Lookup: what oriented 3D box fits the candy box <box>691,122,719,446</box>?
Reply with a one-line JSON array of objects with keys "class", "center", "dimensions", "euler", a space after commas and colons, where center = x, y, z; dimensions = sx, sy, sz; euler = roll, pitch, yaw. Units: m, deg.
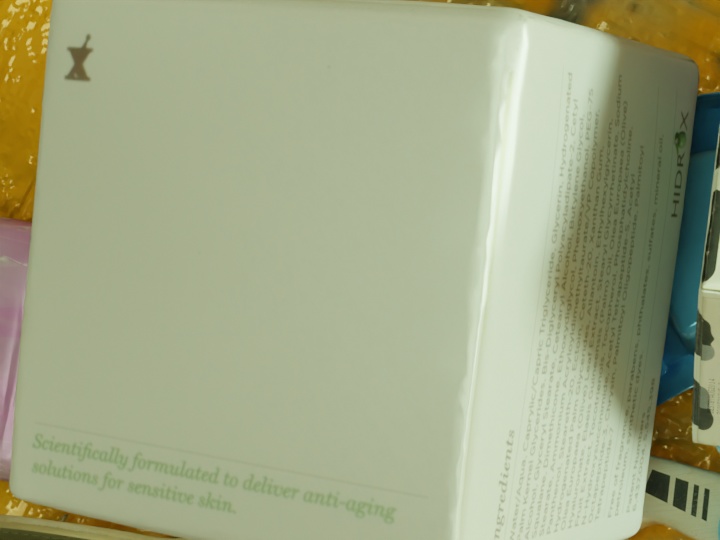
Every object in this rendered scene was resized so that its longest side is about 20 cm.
[{"class": "candy box", "center": [0.161, -0.049, 0.720], "dimensions": [0.061, 0.136, 0.200], "euler": [7, 66, 12]}]

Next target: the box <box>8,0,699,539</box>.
[{"class": "box", "center": [0.000, 0.000, 0.762], "dimensions": [0.199, 0.171, 0.200], "euler": [8, 93, 29]}]

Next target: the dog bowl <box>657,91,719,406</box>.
[{"class": "dog bowl", "center": [0.116, 0.006, 0.842], "dimensions": [0.200, 0.050, 0.112], "euler": [-30, 76, 16]}]

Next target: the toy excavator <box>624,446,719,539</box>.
[{"class": "toy excavator", "center": [0.163, 0.091, 0.805], "dimensions": [0.200, 0.100, 0.195], "euler": [22, 91, 33]}]

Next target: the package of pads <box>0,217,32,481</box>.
[{"class": "package of pads", "center": [-0.213, 0.028, 0.944], "dimensions": [0.200, 0.076, 0.121], "euler": [10, 87, 20]}]

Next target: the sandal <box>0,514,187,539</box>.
[{"class": "sandal", "center": [-0.066, 0.107, 0.899], "dimensions": [0.211, 0.078, 0.070], "euler": [8, 69, 14]}]
